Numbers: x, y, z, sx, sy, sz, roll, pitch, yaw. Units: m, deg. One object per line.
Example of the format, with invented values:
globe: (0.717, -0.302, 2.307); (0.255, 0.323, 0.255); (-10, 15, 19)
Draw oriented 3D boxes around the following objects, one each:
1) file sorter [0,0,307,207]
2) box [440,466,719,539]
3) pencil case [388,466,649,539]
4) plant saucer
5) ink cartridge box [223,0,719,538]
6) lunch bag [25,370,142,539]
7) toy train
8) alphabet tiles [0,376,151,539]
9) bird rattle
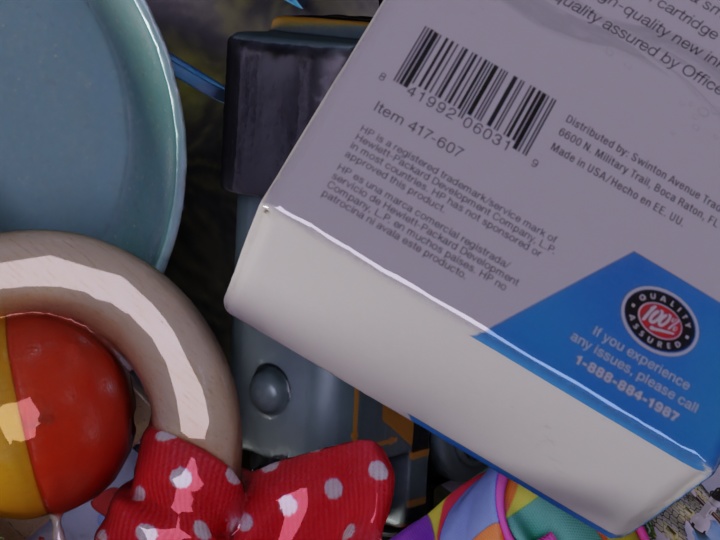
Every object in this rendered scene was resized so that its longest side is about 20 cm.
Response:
file sorter: (-0.074, -0.133, 0.767); (0.122, 0.139, 0.201); (31, 93, 2)
box: (0.138, 0.071, 0.746); (0.200, 0.038, 0.137); (35, 93, 33)
pencil case: (0.010, 0.134, 0.718); (0.200, 0.088, 0.089); (-38, 85, 32)
plant saucer: (-0.150, -0.046, 0.690); (0.199, 0.036, 0.201); (2, 107, 7)
ink cartridge box: (0.071, -0.046, 0.639); (0.145, 0.084, 0.201); (30, 65, 1)
lunch bag: (-0.152, 0.088, 0.780); (0.199, 0.124, 0.171); (-30, 87, -3)
toy train: (0.000, 0.000, 0.738); (0.085, 0.114, 0.201); (12, 102, 37)
alphabet tiles: (-0.190, 0.026, 0.695); (0.167, 0.008, 0.200); (-40, 97, 17)
bird rattle: (-0.091, 0.068, 0.642); (0.199, 0.113, 0.164); (-15, 87, 9)
